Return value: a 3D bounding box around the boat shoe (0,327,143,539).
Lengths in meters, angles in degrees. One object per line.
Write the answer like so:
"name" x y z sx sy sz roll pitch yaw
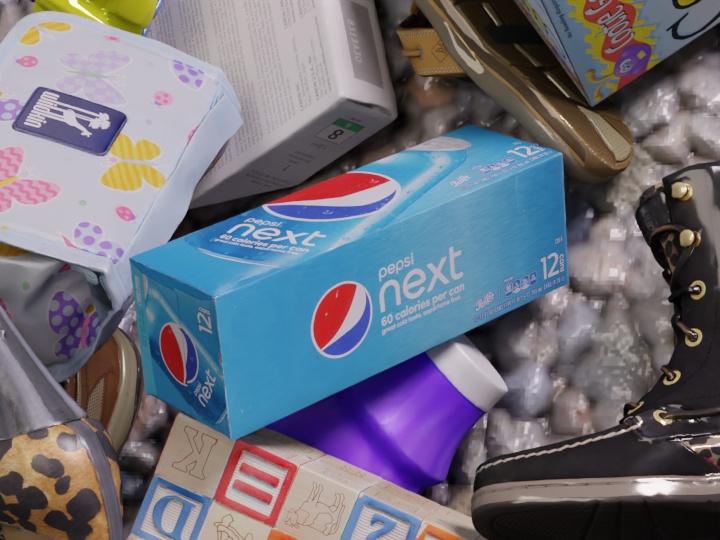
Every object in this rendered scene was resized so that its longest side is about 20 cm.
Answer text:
"boat shoe" -0.169 0.114 0.982 0.075 0.074 0.201 0 71 27

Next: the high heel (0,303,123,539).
"high heel" -0.183 0.110 0.877 0.143 0.071 0.200 52 129 17

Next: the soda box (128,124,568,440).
"soda box" 0.000 0.000 0.858 0.064 0.200 0.068 22 126 45

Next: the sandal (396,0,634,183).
"sandal" 0.056 -0.106 0.951 0.200 0.080 0.054 54 125 28

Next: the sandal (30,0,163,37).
"sandal" -0.159 -0.114 1.055 0.200 0.079 0.087 -47 13 31

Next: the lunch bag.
"lunch bag" -0.168 -0.035 0.947 0.199 0.127 0.170 -7 37 29

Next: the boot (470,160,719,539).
"boot" 0.138 0.036 0.821 0.199 0.073 0.151 -9 63 4

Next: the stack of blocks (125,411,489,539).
"stack of blocks" -0.003 0.150 0.837 0.199 0.059 0.116 22 94 10

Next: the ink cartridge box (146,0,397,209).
"ink cartridge box" -0.076 -0.108 1.046 0.200 0.050 0.162 -32 57 37

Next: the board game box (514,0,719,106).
"board game box" 0.151 -0.187 0.885 0.200 0.103 0.105 -34 58 4

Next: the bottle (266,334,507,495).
"bottle" -0.019 0.105 0.906 0.200 0.065 0.084 -44 66 7
